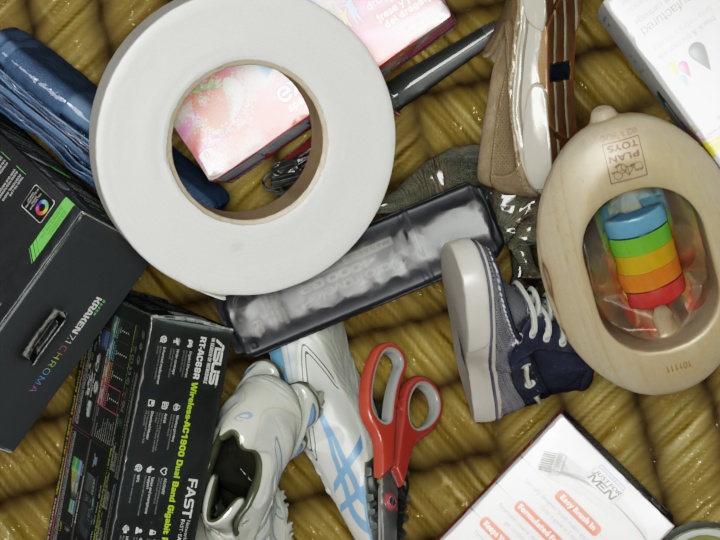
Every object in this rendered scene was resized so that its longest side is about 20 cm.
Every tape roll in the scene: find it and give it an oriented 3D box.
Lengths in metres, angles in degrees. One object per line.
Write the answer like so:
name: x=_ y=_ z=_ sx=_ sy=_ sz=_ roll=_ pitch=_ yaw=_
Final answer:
tape roll: x=-0.076 y=-0.084 z=1.600 sx=0.201 sy=0.037 sz=0.204 roll=-3 pitch=102 yaw=-14

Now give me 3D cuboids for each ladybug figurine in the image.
ladybug figurine: x=0.181 y=-0.018 z=1.602 sx=0.135 sy=0.072 sz=0.201 roll=-14 pitch=112 yaw=0

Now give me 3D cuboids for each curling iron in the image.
curling iron: x=0.018 y=-0.109 z=1.713 sx=0.200 sy=0.026 sz=0.050 roll=-36 pitch=52 yaw=1

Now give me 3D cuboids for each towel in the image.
towel: x=-0.182 y=-0.091 z=1.689 sx=0.200 sy=0.112 sz=0.049 roll=38 pitch=99 yaw=3

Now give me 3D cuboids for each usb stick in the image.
usb stick: x=0.000 y=0.000 z=1.654 sx=0.199 sy=0.033 sz=0.056 roll=-23 pitch=86 yaw=5

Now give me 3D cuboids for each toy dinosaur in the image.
toy dinosaur: x=0.092 y=-0.045 z=1.699 sx=0.199 sy=0.077 sz=0.103 roll=9 pitch=81 yaw=9

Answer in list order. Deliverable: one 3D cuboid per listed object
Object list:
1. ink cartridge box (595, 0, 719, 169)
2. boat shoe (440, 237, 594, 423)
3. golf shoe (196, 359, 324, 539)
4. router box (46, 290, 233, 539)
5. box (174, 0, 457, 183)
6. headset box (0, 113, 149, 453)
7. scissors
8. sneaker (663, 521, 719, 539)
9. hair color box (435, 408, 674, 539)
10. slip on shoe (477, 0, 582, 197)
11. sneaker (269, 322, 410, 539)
ink cartridge box: x=0.273 y=-0.136 z=1.634 sx=0.146 sy=0.146 sz=0.200 roll=-36 pitch=90 yaw=5
boat shoe: x=0.108 y=0.030 z=1.641 sx=0.092 sy=0.200 sz=0.075 roll=-15 pitch=63 yaw=-2
golf shoe: x=-0.090 y=0.159 z=1.673 sx=0.078 sy=0.097 sz=0.201 roll=22 pitch=122 yaw=17
router box: x=-0.153 y=0.121 z=1.671 sx=0.062 sy=0.150 sz=0.201 roll=10 pitch=93 yaw=-23
box: x=-0.041 y=-0.152 z=1.681 sx=0.199 sy=0.103 sz=0.095 roll=-34 pitch=89 yaw=6
headset box: x=-0.259 y=-0.001 z=1.665 sx=0.200 sy=0.093 sz=0.174 roll=41 pitch=96 yaw=34
scissors: x=0.014 y=0.143 z=1.669 sx=0.073 sy=0.014 sz=0.201 roll=37 pitch=52 yaw=-32
sneaker: x=0.241 y=0.276 z=1.679 sx=0.076 sy=0.089 sz=0.201 roll=-10 pitch=91 yaw=5
hair color box: x=0.109 y=0.206 z=1.701 sx=0.111 sy=0.064 sz=0.200 roll=44 pitch=96 yaw=3
slip on shoe: x=0.109 y=-0.150 z=1.635 sx=0.060 sy=0.076 sz=0.202 roll=1 pitch=96 yaw=27
sneaker: x=-0.022 y=0.107 z=1.711 sx=0.072 sy=0.072 sz=0.201 roll=-20 pitch=92 yaw=27
